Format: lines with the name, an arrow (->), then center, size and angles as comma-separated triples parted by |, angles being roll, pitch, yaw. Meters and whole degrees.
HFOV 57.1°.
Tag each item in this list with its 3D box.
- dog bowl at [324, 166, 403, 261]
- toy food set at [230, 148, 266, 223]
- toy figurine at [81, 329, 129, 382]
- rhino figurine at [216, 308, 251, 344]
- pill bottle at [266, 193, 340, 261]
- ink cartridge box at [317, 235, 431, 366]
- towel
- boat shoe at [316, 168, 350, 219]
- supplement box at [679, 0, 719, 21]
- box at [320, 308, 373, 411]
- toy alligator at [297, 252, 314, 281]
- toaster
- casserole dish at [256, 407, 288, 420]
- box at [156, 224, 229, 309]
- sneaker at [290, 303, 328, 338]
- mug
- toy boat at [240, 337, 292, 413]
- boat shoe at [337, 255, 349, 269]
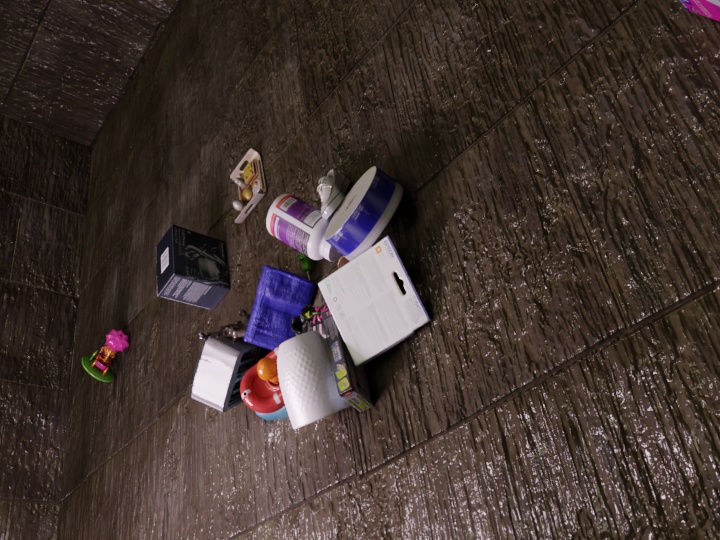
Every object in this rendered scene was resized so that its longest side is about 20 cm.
dog bowl -> 0.005, -0.126, 1.466 | 0.201, 0.078, 0.201 | -51, 14, 17
toy food set -> -0.364, -0.268, 2.087 | 0.143, 0.059, 0.204 | -43, 46, 34
toy figurine -> -1.001, 0.317, 2.666 | 0.185, 0.149, 0.200 | -51, 16, 6
rhino figurine -> -0.292, 0.142, 1.736 | 0.086, 0.196, 0.062 | 27, 122, 40
pill bottle -> -0.131, -0.101, 1.635 | 0.197, 0.112, 0.115 | 30, 101, 23
ink cartridge box -> 0.030, 0.065, 1.384 | 0.197, 0.040, 0.204 | -32, 75, 21
towel -> -0.204, 0.104, 1.669 | 0.050, 0.143, 0.206 | -132, 59, -88
boat shoe -> -0.075, -0.192, 1.599 | 0.071, 0.069, 0.202 | -45, 14, 30
supplement box -> 0.543, -0.410, 0.927 | 0.105, 0.099, 0.201 | -59, 39, 17
box -> -0.030, 0.190, 1.429 | 0.034, 0.110, 0.204 | -24, 53, 13
toy alligator -> -0.140, -0.046, 1.712 | 0.058, 0.053, 0.207 | -8, 71, 51
toaster -> -0.357, 0.256, 1.755 | 0.116, 0.199, 0.186 | 20, 99, 15
casserole dish -> -0.216, 0.313, 1.686 | 0.197, 0.038, 0.125 | -22, 60, 45
box -> -0.532, -0.008, 2.091 | 0.124, 0.193, 0.204 | -41, 47, 32
sneaker -> -0.097, 0.113, 1.560 | 0.198, 0.086, 0.076 | -32, 44, 42
mug -> -0.105, 0.234, 1.464 | 0.144, 0.200, 0.180 | -22, 81, 5
toy boat -> -0.206, 0.245, 1.573 | 0.198, 0.131, 0.132 | -38, 58, 4
boat shoe -> 0.000, 0.000, 1.497 | 0.198, 0.070, 0.078 | 22, 93, 53
